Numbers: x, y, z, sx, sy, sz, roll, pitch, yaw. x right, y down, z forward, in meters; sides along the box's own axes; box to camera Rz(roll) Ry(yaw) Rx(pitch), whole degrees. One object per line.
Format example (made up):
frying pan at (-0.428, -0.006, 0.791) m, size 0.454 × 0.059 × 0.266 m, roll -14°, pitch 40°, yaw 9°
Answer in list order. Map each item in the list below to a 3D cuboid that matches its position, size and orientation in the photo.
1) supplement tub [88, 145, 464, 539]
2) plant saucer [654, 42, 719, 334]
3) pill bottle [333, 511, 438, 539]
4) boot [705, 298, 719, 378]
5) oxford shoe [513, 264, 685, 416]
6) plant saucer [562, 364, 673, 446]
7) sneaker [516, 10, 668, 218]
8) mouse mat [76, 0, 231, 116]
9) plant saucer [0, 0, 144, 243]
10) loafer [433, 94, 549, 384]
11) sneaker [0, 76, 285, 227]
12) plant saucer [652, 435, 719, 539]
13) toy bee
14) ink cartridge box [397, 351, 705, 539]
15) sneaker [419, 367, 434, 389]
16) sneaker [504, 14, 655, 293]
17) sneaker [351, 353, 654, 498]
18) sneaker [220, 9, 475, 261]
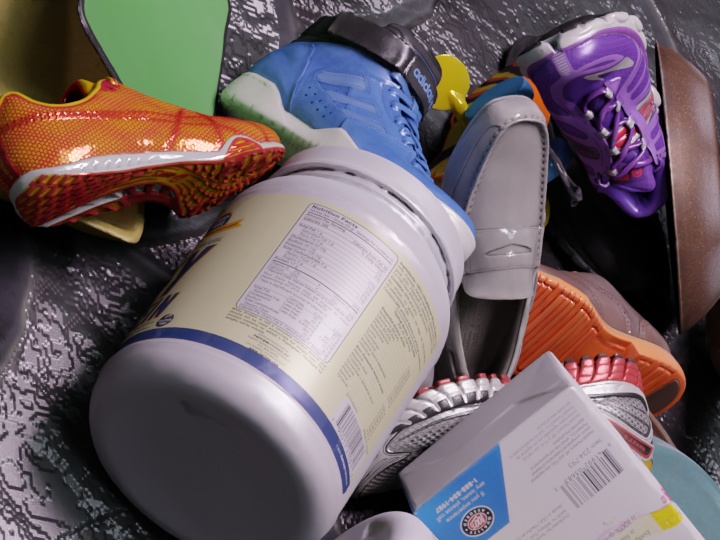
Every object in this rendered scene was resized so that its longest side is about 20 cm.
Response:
supplement tub at (-0.039, 0.041, 1.334) m, size 0.145 × 0.145 × 0.200 m, roll 48°, pitch 47°, yaw -15°
plant saucer at (0.227, -0.058, 1.707) m, size 0.200 × 0.036 × 0.202 m, roll -6°, pitch 90°, yaw -84°
pill bottle at (0.048, 0.236, 1.357) m, size 0.200 × 0.109 × 0.109 m, roll 49°, pitch 39°, yaw -14°
boot at (0.274, 0.100, 1.690) m, size 0.066 × 0.176 × 0.200 m, roll 8°, pitch 18°, yaw -7°
oxford shoe at (0.129, 0.031, 1.625) m, size 0.200 × 0.071 × 0.073 m, roll 34°, pitch 27°, yaw -39°
plant saucer at (0.145, 0.159, 1.561) m, size 0.200 × 0.037 × 0.201 m, roll 27°, pitch 49°, yaw -35°
sneaker at (0.161, -0.095, 1.567) m, size 0.200 × 0.080 × 0.084 m, roll 44°, pitch 24°, yaw -59°
mouse mat at (-0.115, -0.151, 1.433) m, size 0.201 × 0.007 × 0.161 m, roll -86°, pitch 156°, yaw -45°
plant saucer at (-0.208, -0.121, 1.342) m, size 0.199 × 0.048 × 0.201 m, roll 24°, pitch 51°, yaw -39°
loafer at (0.081, -0.007, 1.488) m, size 0.070 × 0.201 × 0.070 m, roll -7°, pitch 33°, yaw -24°
sneaker at (-0.115, -0.071, 1.323) m, size 0.200 × 0.073 × 0.077 m, roll -1°, pitch 58°, yaw -52°
plant saucer at (0.187, 0.181, 1.528) m, size 0.200 × 0.036 × 0.201 m, roll 26°, pitch 51°, yaw -36°
toy bee at (0.074, -0.077, 1.604) m, size 0.131 × 0.108 × 0.200 m, roll 61°, pitch 11°, yaw 2°
ink cartridge box at (0.128, 0.161, 1.408) m, size 0.200 × 0.116 × 0.067 m, roll 51°, pitch 3°, yaw -17°
sneaker at (0.000, 0.000, 1.503) m, size 0.082 × 0.074 × 0.201 m, roll 67°, pitch 12°, yaw -59°
sneaker at (0.166, -0.083, 1.705) m, size 0.076 × 0.091 × 0.201 m, roll -4°, pitch 72°, yaw -51°
sneaker at (0.083, 0.105, 1.452) m, size 0.199 × 0.078 × 0.083 m, roll -10°, pitch 67°, yaw -16°
sneaker at (0.019, -0.086, 1.455) m, size 0.111 × 0.200 × 0.077 m, roll -42°, pitch 139°, yaw -16°
